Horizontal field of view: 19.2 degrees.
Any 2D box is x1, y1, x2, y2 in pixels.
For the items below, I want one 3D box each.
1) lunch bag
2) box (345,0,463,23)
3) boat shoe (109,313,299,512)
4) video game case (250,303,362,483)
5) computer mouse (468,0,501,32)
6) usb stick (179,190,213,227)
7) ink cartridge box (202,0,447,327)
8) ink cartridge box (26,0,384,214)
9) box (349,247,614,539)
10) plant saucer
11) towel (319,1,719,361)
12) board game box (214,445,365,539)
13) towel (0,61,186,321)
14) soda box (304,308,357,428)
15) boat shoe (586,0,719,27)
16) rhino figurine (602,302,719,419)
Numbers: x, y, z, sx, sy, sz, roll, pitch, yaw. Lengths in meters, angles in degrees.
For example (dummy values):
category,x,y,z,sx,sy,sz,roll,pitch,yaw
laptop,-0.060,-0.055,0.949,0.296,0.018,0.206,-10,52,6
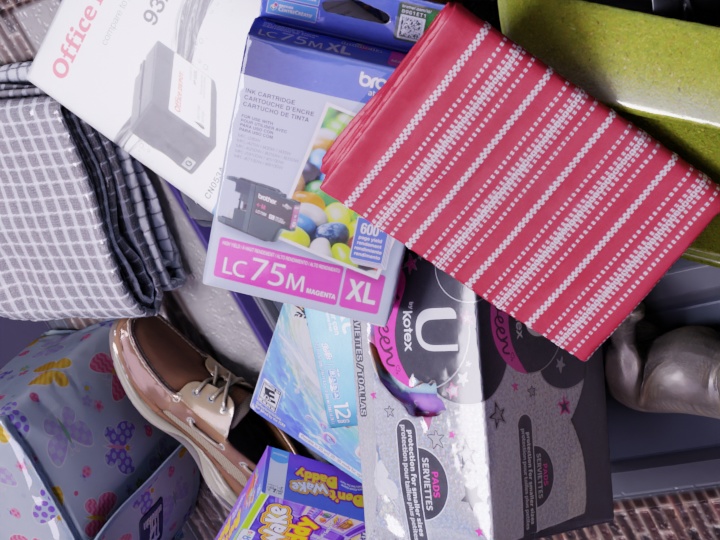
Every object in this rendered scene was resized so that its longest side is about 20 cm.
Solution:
category,x,y,z,sx,sy,sz,roll,pitch,yaw
lunch bag,-0.217,0.162,1.689,0.127,0.170,0.200,-12,111,38
box,-0.030,-0.185,1.378,0.199,0.041,0.119,4,124,32
boat shoe,-0.112,0.102,1.641,0.072,0.076,0.200,-23,115,41
video game case,0.027,0.085,1.538,0.200,0.045,0.182,32,135,13
computer mouse,0.071,-0.173,1.303,0.034,0.059,0.201,28,136,41
usb stick,-0.128,-0.121,1.505,0.055,0.033,0.200,2,123,35
ink cartridge box,-0.020,-0.072,1.271,0.119,0.042,0.201,13,114,2
ink cartridge box,-0.090,-0.132,1.348,0.200,0.084,0.145,36,116,10
box,0.077,0.070,1.367,0.115,0.132,0.201,-4,91,43
plant saucer,0.178,-0.068,1.257,0.199,0.048,0.200,15,151,28
towel,0.091,-0.050,1.227,0.200,0.023,0.145,34,120,-9
board game box,-0.043,0.225,1.657,0.134,0.045,0.200,17,137,-11
towel,-0.239,-0.056,1.601,0.165,0.086,0.200,-2,120,37
soda box,0.000,0.000,1.431,0.064,0.068,0.201,-6,101,26
boat shoe,0.171,-0.163,1.223,0.199,0.066,0.075,15,128,28
rhino figurine,0.239,0.062,1.351,0.199,0.060,0.088,10,124,29
